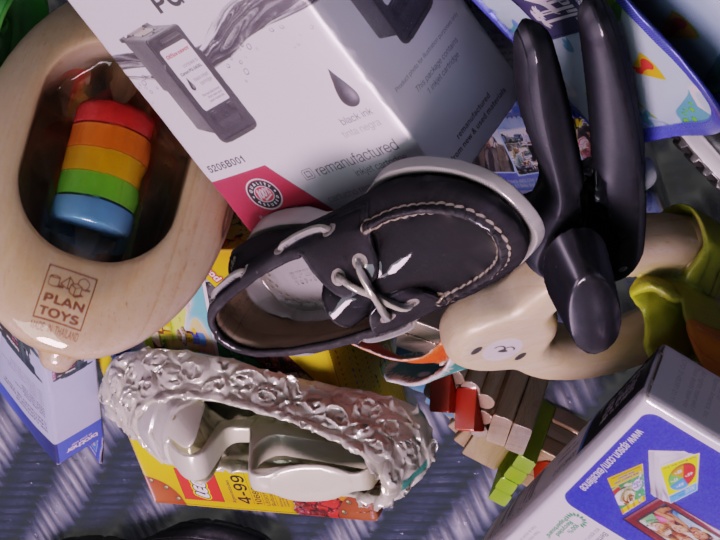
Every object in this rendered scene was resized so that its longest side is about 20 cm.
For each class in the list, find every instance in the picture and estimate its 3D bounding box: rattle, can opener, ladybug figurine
[{"bbox_3d":[0.102,0.061,0.963,0.198,0.144,0.130,-17,166,-1],"label":"rattle"},{"bbox_3d":[0.098,-0.046,0.831,0.063,0.079,0.201,-24,145,-9],"label":"can opener"},{"bbox_3d":[-0.131,-0.043,0.981,0.135,0.202,0.072,19,160,-8],"label":"ladybug figurine"}]

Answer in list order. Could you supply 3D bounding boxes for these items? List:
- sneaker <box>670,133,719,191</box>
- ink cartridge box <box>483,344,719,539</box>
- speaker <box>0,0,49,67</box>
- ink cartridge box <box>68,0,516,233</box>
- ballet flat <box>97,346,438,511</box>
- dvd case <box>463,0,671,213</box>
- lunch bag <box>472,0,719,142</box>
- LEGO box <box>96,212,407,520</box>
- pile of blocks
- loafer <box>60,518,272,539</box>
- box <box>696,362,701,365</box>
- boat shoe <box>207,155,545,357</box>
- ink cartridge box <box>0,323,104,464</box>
[{"bbox_3d":[0.222,-0.048,0.910,0.200,0.070,0.090,43,98,2],"label":"sneaker"},{"bbox_3d":[0.180,0.143,0.939,0.199,0.047,0.198,30,142,-3],"label":"ink cartridge box"},{"bbox_3d":[-0.267,-0.138,1.016,0.198,0.089,0.089,14,135,11],"label":"speaker"},{"bbox_3d":[-0.043,-0.122,0.907,0.145,0.084,0.200,-15,120,49],"label":"ink cartridge box"},{"bbox_3d":[-0.059,0.086,1.035,0.198,0.072,0.072,7,133,19],"label":"ballet flat"},{"bbox_3d":[0.063,-0.092,0.962,0.141,0.018,0.201,-3,129,27],"label":"dvd case"},{"bbox_3d":[0.120,-0.154,0.802,0.170,0.128,0.199,44,134,-15],"label":"lunch bag"},{"bbox_3d":[-0.067,0.040,1.098,0.147,0.077,0.201,2,131,22],"label":"LEGO box"},{"bbox_3d":[0.063,0.080,1.089,0.082,0.062,0.200,-29,114,40],"label":"pile of blocks"},{"bbox_3d":[-0.137,0.210,1.290,0.199,0.071,0.068,-10,126,31],"label":"loafer"},{"bbox_3d":[0.217,0.140,1.040,0.100,0.113,0.201,-6,127,28],"label":"box"},{"bbox_3d":[0.000,0.000,0.877,0.199,0.060,0.074,-9,127,49],"label":"boat shoe"},{"bbox_3d":[-0.194,0.029,1.107,0.119,0.042,0.201,48,158,24],"label":"ink cartridge box"}]
